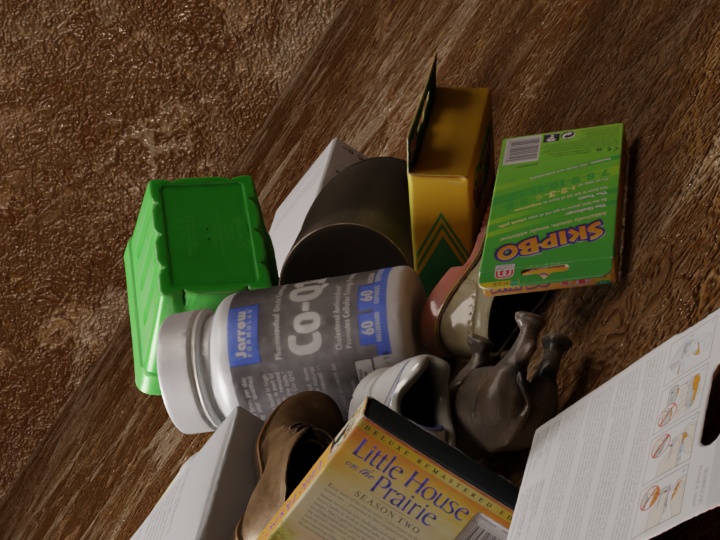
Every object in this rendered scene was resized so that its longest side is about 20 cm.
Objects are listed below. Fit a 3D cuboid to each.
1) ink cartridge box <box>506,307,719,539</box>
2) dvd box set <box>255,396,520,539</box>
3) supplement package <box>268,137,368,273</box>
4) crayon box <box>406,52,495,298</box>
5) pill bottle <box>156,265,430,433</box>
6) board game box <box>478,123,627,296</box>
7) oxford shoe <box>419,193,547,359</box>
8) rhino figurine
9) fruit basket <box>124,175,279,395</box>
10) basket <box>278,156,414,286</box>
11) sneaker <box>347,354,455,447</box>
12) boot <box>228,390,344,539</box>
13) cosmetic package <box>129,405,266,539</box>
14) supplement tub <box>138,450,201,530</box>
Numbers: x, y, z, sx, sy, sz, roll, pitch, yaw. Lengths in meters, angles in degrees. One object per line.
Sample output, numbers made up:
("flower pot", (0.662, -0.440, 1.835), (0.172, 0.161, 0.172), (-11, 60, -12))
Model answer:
("ink cartridge box", (0.158, 0.115, 1.058), (0.200, 0.050, 0.162), (-37, 23, 41))
("dvd box set", (0.009, 0.189, 1.211), (0.200, 0.146, 0.029), (-54, 10, 26))
("supplement package", (-0.024, -0.012, 1.916), (0.121, 0.120, 0.200), (-49, 15, 34))
("crayon box", (0.075, -0.056, 1.538), (0.127, 0.051, 0.200), (-73, -18, -49))
("pill bottle", (-0.048, 0.066, 1.487), (0.199, 0.114, 0.114), (-9, 30, 13))
("board game box", (0.142, -0.042, 1.398), (0.095, 0.030, 0.200), (-7, 31, 15))
("oxford shoe", (0.127, -0.010, 1.472), (0.074, 0.071, 0.200), (13, 63, 45))
("rhino figurine", (0.086, 0.092, 1.343), (0.200, 0.060, 0.088), (143, 145, -69))
("fruit basket", (-0.121, 0.044, 1.660), (0.216, 0.155, 0.216), (177, 90, -82))
("basket", (0.000, 0.000, 1.640), (0.200, 0.136, 0.181), (-55, -18, -80))
("sneaker", (0.028, 0.147, 1.292), (0.087, 0.074, 0.201), (132, 140, -58))
("boot", (-0.035, 0.132, 1.331), (0.076, 0.073, 0.200), (-61, 6, 28))
("cosmetic package", (-0.084, 0.247, 1.398), (0.200, 0.167, 0.166), (-51, 14, 29))
("supplement tub", (-0.112, 0.238, 1.593), (0.200, 0.145, 0.145), (-55, 12, 19))
